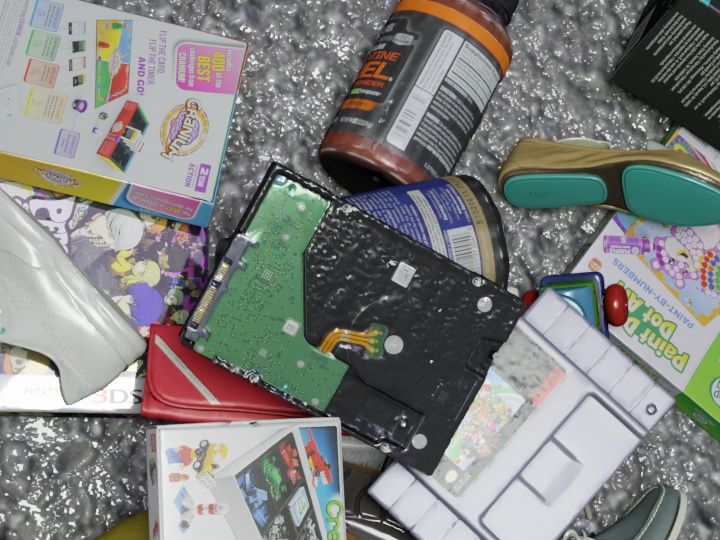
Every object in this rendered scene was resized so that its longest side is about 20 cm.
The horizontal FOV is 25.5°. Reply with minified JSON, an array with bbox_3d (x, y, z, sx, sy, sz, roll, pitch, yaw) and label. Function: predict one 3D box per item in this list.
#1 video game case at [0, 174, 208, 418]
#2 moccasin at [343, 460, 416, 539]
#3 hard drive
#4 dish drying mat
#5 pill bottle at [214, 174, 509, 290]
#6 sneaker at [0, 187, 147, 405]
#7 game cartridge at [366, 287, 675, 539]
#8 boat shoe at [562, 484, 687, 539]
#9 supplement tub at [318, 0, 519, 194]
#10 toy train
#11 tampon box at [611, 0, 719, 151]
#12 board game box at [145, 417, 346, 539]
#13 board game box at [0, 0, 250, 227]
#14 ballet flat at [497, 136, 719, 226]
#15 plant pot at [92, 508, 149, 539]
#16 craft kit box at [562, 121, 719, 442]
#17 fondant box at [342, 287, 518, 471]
[{"bbox_3d":[-0.208,0.013,1.227,0.180,0.036,0.202,3,80,-12],"label":"video game case"},{"bbox_3d":[0.025,0.196,1.179,0.200,0.078,0.074,15,61,-6],"label":"moccasin"},{"bbox_3d":[-0.006,0.033,1.082,0.199,0.038,0.140,28,93,-12],"label":"hard drive"},{"bbox_3d":[-0.059,0.081,1.170,0.198,0.018,0.077,5,58,-5],"label":"dish drying mat"},{"bbox_3d":[0.000,0.000,1.162,0.199,0.112,0.113,-11,83,-20],"label":"pill bottle"},{"bbox_3d":[-0.252,0.010,1.167,0.088,0.075,0.200,-42,91,-3],"label":"sneaker"},{"bbox_3d":[0.113,0.124,1.137,0.130,0.038,0.200,42,83,3],"label":"game cartridge"},{"bbox_3d":[0.179,0.237,1.250,0.062,0.073,0.200,43,80,-6],"label":"boat shoe"},{"bbox_3d":[0.054,-0.150,1.273,0.106,0.107,0.201,29,75,-5],"label":"supplement tub"},{"bbox_3d":[0.166,0.107,1.230,0.084,0.116,0.202,-5,94,16],"label":"toy train"},{"bbox_3d":[0.338,-0.183,1.307,0.199,0.126,0.150,34,56,-4],"label":"tampon box"},{"bbox_3d":[-0.071,0.198,1.024,0.125,0.035,0.202,0,83,-21],"label":"board game box"},{"bbox_3d":[-0.197,-0.129,1.227,0.198,0.040,0.154,14,62,-6],"label":"board game box"},{"bbox_3d":[0.210,-0.081,1.282,0.198,0.069,0.063,7,50,17],"label":"ballet flat"},{"bbox_3d":[-0.139,0.251,1.138,0.199,0.200,0.142,32,51,-4],"label":"plant pot"},{"bbox_3d":[0.288,0.006,1.327,0.200,0.049,0.198,39,78,-3],"label":"craft kit box"},{"bbox_3d":[0.022,0.081,1.226,0.198,0.058,0.145,5,62,-7],"label":"fondant box"}]
